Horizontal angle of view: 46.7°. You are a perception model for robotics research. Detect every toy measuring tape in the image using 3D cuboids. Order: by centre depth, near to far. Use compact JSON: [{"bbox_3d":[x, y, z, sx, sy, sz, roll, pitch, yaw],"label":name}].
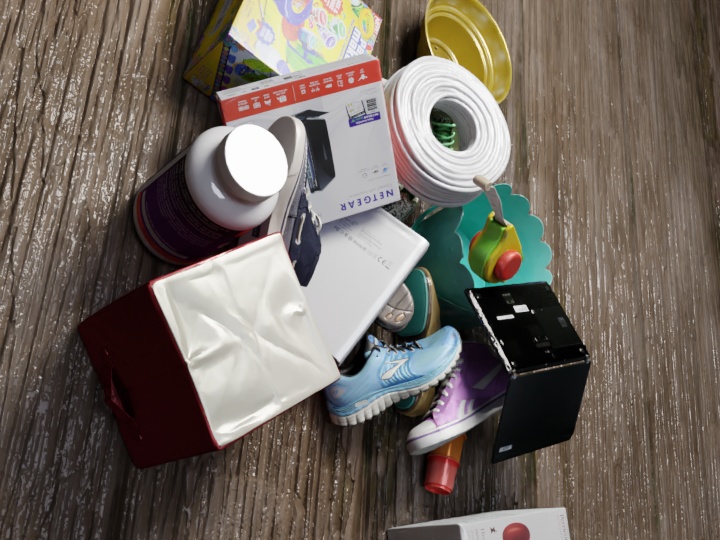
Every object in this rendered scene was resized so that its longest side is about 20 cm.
[{"bbox_3d":[0.161,-0.038,1.062,0.201,0.072,0.075,54,41,-52],"label":"toy measuring tape"}]

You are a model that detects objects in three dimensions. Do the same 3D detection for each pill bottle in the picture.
[{"bbox_3d":[-0.164,-0.084,0.918,0.111,0.198,0.115,14,66,-35],"label":"pill bottle"}]

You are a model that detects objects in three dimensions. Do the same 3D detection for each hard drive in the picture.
[{"bbox_3d":[-0.020,0.004,1.059,0.131,0.027,0.201,35,66,9],"label":"hard drive"}]

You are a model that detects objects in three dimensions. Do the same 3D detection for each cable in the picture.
[{"bbox_3d":[0.111,-0.188,1.120,0.197,0.069,0.204,-17,82,-33],"label":"cable"}]

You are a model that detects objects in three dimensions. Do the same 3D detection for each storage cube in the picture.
[{"bbox_3d":[-0.160,0.086,0.878,0.198,0.178,0.174,-24,91,-43],"label":"storage cube"}]

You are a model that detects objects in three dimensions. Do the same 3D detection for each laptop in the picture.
[{"bbox_3d":[0.217,0.130,1.127,0.175,0.103,0.203,-4,58,-40],"label":"laptop"}]

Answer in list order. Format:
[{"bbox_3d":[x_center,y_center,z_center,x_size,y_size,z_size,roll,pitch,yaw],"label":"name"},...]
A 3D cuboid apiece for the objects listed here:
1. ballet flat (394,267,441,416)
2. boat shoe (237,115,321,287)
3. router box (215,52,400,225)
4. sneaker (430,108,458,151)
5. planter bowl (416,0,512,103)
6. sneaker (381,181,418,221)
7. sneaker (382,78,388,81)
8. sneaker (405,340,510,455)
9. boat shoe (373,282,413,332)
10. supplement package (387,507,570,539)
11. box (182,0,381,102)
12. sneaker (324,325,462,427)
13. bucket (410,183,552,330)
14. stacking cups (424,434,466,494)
[{"bbox_3d":[0.082,0.100,1.159,0.062,0.068,0.205,17,76,-44],"label":"ballet flat"},{"bbox_3d":[-0.083,-0.074,0.985,0.092,0.074,0.204,7,102,-47],"label":"boat shoe"},{"bbox_3d":[-0.060,-0.150,1.021,0.196,0.049,0.183,-18,116,-11],"label":"router box"},{"bbox_3d":[0.134,-0.204,1.263,0.090,0.076,0.200,-66,150,-17],"label":"sneaker"},{"bbox_3d":[0.151,-0.345,1.355,0.197,0.083,0.205,15,67,-37],"label":"planter bowl"},{"bbox_3d":[0.071,-0.127,1.190,0.077,0.088,0.202,45,40,-22],"label":"sneaker"},{"bbox_3d":[0.037,-0.221,1.221,0.198,0.074,0.092,4,95,-56],"label":"sneaker"},{"bbox_3d":[0.117,0.162,1.113,0.198,0.073,0.116,-23,78,-38],"label":"sneaker"},{"bbox_3d":[0.000,0.000,1.119,0.073,0.074,0.203,-23,70,-15],"label":"boat shoe"},{"bbox_3d":[0.161,0.413,1.062,0.197,0.146,0.196,4,72,-38],"label":"supplement package"},{"bbox_3d":[-0.097,-0.294,1.101,0.191,0.121,0.203,34,56,-28],"label":"box"},{"bbox_3d":[0.040,0.117,1.060,0.197,0.078,0.091,-27,98,-15],"label":"sneaker"},{"bbox_3d":[0.168,-0.014,1.222,0.204,0.134,0.212,16,65,-36],"label":"bucket"},{"bbox_3d":[0.125,0.206,1.163,0.060,0.060,0.203,33,58,-27],"label":"stacking cups"}]
